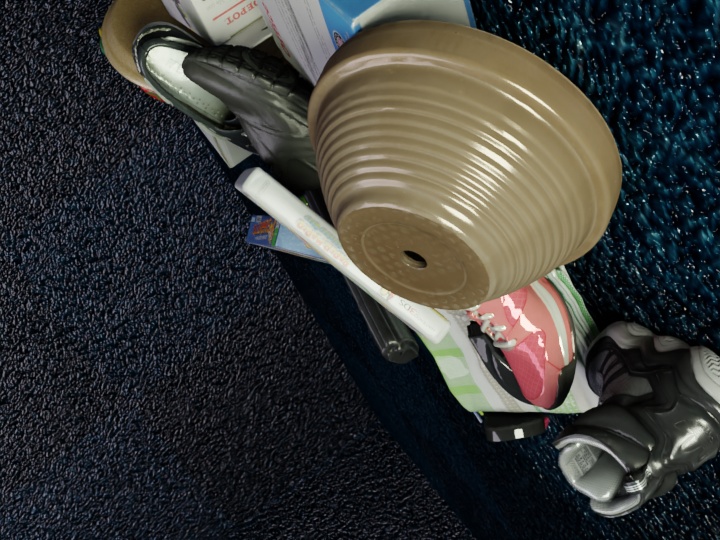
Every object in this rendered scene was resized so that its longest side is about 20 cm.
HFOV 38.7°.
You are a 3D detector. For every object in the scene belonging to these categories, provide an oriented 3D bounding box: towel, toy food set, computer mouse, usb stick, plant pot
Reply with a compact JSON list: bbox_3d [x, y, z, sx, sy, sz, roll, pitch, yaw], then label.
[{"bbox_3d":[0.126,0.069,0.880,0.199,0.031,0.150,-11,117,52],"label":"towel"},{"bbox_3d":[-0.160,-0.242,1.026,0.198,0.199,0.049,47,155,28],"label":"toy food set"},{"bbox_3d":[0.080,0.039,0.820,0.200,0.034,0.059,44,-147,5],"label":"computer mouse"},{"bbox_3d":[0.000,0.000,0.980,0.055,0.032,0.202,30,-151,-60],"label":"usb stick"},{"bbox_3d":[0.048,-0.043,0.615,0.198,0.093,0.202,20,150,12],"label":"plant pot"}]

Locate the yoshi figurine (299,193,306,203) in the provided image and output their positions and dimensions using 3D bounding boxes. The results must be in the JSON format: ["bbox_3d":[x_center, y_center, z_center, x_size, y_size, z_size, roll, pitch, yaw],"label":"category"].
[{"bbox_3d":[-0.017,-0.080,1.160,0.112,0.112,0.200,46,-178,-14],"label":"yoshi figurine"}]

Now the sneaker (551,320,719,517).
[{"bbox_3d":[0.174,0.099,0.698,0.076,0.113,0.200,55,172,-8],"label":"sneaker"}]

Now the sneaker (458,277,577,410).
[{"bbox_3d":[0.092,0.012,0.757,0.074,0.086,0.203,157,95,-72],"label":"sneaker"}]

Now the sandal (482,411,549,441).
[{"bbox_3d":[0.152,0.145,1.001,0.200,0.074,0.046,-38,-65,-76],"label":"sandal"}]

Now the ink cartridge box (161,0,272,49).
[{"bbox_3d":[-0.113,-0.266,0.911,0.200,0.115,0.068,42,165,55],"label":"ink cartridge box"}]

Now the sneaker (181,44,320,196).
[{"bbox_3d":[-0.059,-0.110,0.818,0.198,0.092,0.076,29,-156,1],"label":"sneaker"}]

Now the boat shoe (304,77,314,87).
[{"bbox_3d":[-0.002,-0.144,0.903,0.200,0.074,0.067,47,175,47],"label":"boat shoe"}]

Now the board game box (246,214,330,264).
[{"bbox_3d":[-0.019,-0.022,1.170,0.197,0.035,0.135,14,179,-21],"label":"board game box"}]

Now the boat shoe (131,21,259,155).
[{"bbox_3d":[-0.112,-0.147,0.907,0.198,0.076,0.060,24,-164,-22],"label":"boat shoe"}]

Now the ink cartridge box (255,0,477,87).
[{"bbox_3d":[-0.003,-0.180,0.714,0.200,0.084,0.145,48,170,40],"label":"ink cartridge box"}]

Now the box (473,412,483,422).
[{"bbox_3d":[0.106,0.079,1.157,0.123,0.047,0.200,57,-176,-14],"label":"box"}]

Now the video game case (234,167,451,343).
[{"bbox_3d":[-0.023,-0.017,0.817,0.181,0.023,0.200,39,178,-10],"label":"video game case"}]

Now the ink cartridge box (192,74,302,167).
[{"bbox_3d":[-0.145,-0.235,1.128,0.201,0.144,0.084,51,171,23],"label":"ink cartridge box"}]
